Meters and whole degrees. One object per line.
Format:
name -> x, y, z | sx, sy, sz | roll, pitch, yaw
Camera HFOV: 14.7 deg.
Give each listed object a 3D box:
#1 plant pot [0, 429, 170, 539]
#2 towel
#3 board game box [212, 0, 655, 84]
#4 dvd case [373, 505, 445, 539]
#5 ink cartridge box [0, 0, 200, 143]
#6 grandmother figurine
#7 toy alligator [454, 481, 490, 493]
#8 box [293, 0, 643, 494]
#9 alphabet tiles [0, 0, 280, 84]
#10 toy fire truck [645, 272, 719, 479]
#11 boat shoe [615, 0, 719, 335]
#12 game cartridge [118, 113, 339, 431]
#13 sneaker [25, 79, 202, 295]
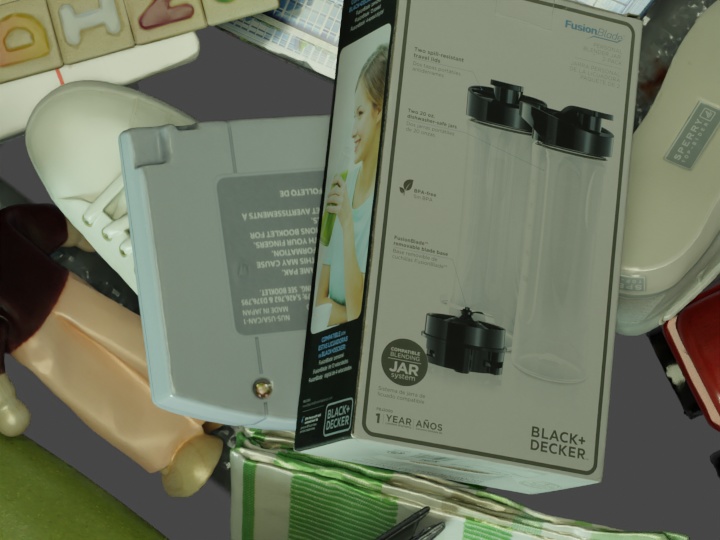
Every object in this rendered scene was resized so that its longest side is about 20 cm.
plant pot -> -0.182, 0.142, 1.250 | 0.187, 0.187, 0.200 | -44, 77, 5
towel -> 0.039, 0.131, 1.244 | 0.200, 0.153, 0.023 | 14, 58, 5
board game box -> 0.037, -0.118, 1.262 | 0.200, 0.062, 0.200 | 24, 94, 2
dvd case -> -0.063, 0.179, 1.187 | 0.016, 0.149, 0.200 | 53, 132, 9
ink cartridge box -> -0.178, -0.113, 1.274 | 0.200, 0.067, 0.116 | -20, 92, 5
grandmother figurine -> -0.144, 0.016, 1.254 | 0.200, 0.121, 0.061 | 36, 129, -19
toy alligator -> 0.025, 0.071, 1.279 | 0.200, 0.054, 0.059 | 41, 100, 0
box -> 0.046, -0.016, 1.146 | 0.117, 0.060, 0.200 | 11, 77, -23
alphabet tiles -> -0.121, -0.179, 1.228 | 0.200, 0.006, 0.166 | -15, 93, 5
toy fire truck -> 0.187, 0.090, 1.196 | 0.129, 0.200, 0.176 | -26, 92, 5
boat shoe -> 0.163, -0.052, 1.238 | 0.072, 0.069, 0.200 | 22, 59, 18
game cartridge -> 0.000, 0.000, 1.175 | 0.200, 0.040, 0.133 | -4, 79, -25
sneaker -> -0.067, -0.008, 1.209 | 0.200, 0.085, 0.073 | 42, 101, 0
